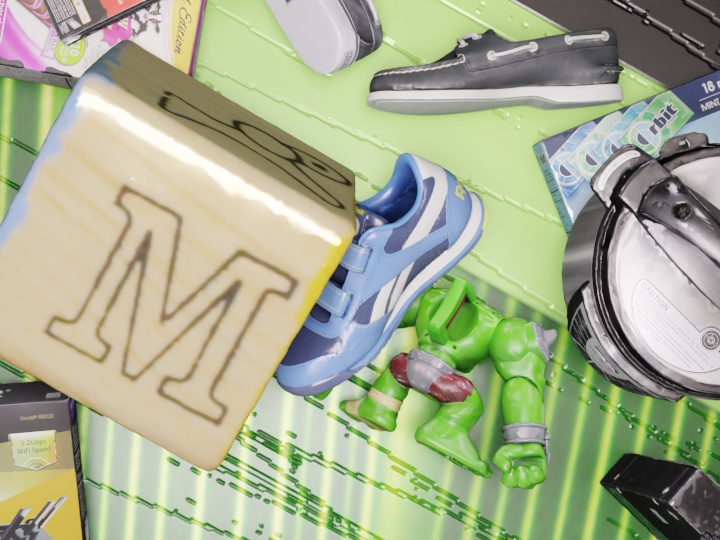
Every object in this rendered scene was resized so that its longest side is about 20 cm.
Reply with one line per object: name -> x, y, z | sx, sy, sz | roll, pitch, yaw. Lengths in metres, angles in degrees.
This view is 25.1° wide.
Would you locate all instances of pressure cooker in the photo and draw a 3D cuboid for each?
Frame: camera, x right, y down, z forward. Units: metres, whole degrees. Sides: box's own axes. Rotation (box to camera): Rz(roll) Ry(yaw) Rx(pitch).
pressure cooker -> 0.233, -0.001, 1.107 | 0.174, 0.200, 0.180 | 1, 89, -4

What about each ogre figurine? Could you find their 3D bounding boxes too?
ogre figurine -> 0.061, 0.072, 1.184 | 0.199, 0.098, 0.120 | 19, 78, 42

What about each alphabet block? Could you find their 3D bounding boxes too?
alphabet block -> -0.132, -0.017, 1.105 | 0.199, 0.195, 0.197 | 30, 104, -7

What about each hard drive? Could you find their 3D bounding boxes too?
hard drive -> 0.250, 0.191, 1.144 | 0.140, 0.200, 0.038 | 44, 83, 0

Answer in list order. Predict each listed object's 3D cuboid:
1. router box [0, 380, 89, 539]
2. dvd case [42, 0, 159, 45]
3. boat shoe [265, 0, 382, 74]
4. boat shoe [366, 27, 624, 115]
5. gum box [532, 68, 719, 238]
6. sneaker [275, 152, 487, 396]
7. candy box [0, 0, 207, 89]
router box -> -0.298, 0.167, 1.163 | 0.198, 0.052, 0.158 | -5, 104, -4
dvd case -> -0.153, -0.268, 1.158 | 0.199, 0.022, 0.147 | -26, 87, 2
boat shoe -> -0.046, -0.246, 1.212 | 0.068, 0.072, 0.201 | -29, 88, -40
boat shoe -> 0.100, -0.151, 1.216 | 0.199, 0.076, 0.061 | -3, 88, -16
gum box -> 0.246, -0.034, 1.231 | 0.169, 0.045, 0.201 | -22, 90, -4
sneaker -> 0.000, 0.000, 1.158 | 0.200, 0.074, 0.082 | -50, 128, -6
candy box -> -0.214, -0.206, 1.200 | 0.198, 0.061, 0.137 | 9, 86, -4
